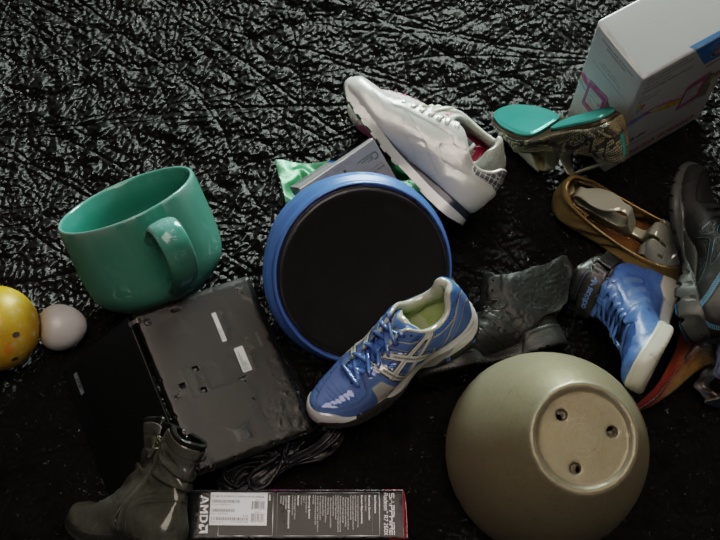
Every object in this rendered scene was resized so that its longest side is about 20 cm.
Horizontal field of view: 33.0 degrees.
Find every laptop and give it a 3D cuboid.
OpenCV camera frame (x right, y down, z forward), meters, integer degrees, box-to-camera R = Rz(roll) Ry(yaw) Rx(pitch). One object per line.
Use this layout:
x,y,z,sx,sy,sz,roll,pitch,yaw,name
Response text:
-0.176,0.130,1.221,0.199,0.103,0.178,-19,72,-19,laptop

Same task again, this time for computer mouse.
-0.113,0.124,1.245,0.138,0.053,0.201,-28,73,0,computer mouse

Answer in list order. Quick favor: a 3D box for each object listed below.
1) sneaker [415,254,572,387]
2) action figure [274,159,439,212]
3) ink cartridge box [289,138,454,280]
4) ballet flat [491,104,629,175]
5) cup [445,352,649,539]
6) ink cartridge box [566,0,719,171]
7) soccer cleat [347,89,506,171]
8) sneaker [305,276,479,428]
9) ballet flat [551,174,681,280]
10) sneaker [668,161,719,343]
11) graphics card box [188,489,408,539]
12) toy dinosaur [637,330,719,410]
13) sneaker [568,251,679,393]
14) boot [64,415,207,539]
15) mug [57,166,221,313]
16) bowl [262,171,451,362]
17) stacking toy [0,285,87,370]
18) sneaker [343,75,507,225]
0.139,0.051,1.275,0.199,0.060,0.105,-12,66,-12,sneaker
0.013,-0.080,1.340,0.199,0.055,0.119,-7,63,-11,action figure
0.018,-0.031,1.289,0.099,0.039,0.200,-34,105,-13,ink cartridge box
0.218,-0.140,1.338,0.068,0.076,0.200,-30,22,-26,ballet flat
0.191,0.164,1.147,0.199,0.143,0.201,2,75,-7,cup
0.317,-0.214,1.325,0.144,0.200,0.085,-29,71,-13,ink cartridge box
0.076,-0.164,1.362,0.199,0.086,0.070,27,67,13,soccer cleat
0.025,0.077,1.194,0.200,0.077,0.076,-37,51,-14,sneaker
0.296,-0.040,1.314,0.199,0.063,0.069,28,68,13,ballet flat
0.360,-0.021,1.234,0.082,0.073,0.201,-10,62,22,sneaker
-0.057,0.243,1.143,0.199,0.126,0.051,-1,67,0,graphics card box
0.367,0.039,1.253,0.199,0.105,0.182,-6,63,-1,toy dinosaur
0.256,0.045,1.227,0.111,0.077,0.200,24,33,8,sneaker
-0.203,0.200,1.133,0.068,0.200,0.131,18,79,-35,boot
-0.222,-0.018,1.247,0.151,0.115,0.185,-17,23,10,mug
0.000,0.000,1.245,0.200,0.039,0.202,-2,100,-13,bowl
-0.383,0.057,1.250,0.199,0.146,0.147,-3,63,-18,stacking toy
0.065,-0.142,1.298,0.081,0.076,0.200,-45,89,9,sneaker
